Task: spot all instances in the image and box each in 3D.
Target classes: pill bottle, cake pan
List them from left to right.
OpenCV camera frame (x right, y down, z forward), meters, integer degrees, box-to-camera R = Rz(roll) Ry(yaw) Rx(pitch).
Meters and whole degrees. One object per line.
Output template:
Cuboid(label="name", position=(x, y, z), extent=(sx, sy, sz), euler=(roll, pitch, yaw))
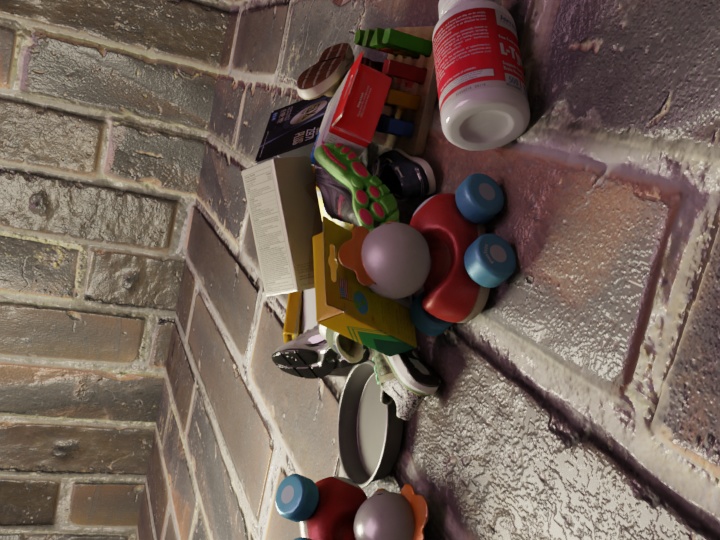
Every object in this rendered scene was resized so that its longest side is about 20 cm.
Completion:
Cuboid(label="cake pan", position=(0.015, 0.246, 1.205), extent=(0.200, 0.036, 0.204), euler=(-171, 90, -67))
Cuboid(label="pill bottle", position=(0.150, -0.267, 0.962), extent=(0.112, 0.111, 0.203), euler=(136, 136, -55))

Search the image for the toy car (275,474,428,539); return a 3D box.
Cuboid(label="toy car", position=(0.016, 0.351, 1.046), extent=(0.199, 0.184, 0.179), euler=(-33, 45, 22))

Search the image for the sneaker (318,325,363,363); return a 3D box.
Cuboid(label="sneaker", position=(-0.014, 0.049, 1.104), extent=(0.090, 0.066, 0.203), euler=(49, 143, 42))

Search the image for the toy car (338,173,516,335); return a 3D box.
Cuboid(label="toy car", position=(0.065, -0.027, 0.972), extent=(0.184, 0.197, 0.180), euler=(133, 139, -52))

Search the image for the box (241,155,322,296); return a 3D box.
Cuboid(label="box", position=(-0.113, -0.068, 1.163), extent=(0.094, 0.077, 0.204), euler=(-8, 93, 48))

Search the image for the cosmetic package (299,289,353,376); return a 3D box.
Cuboid(label="cosmetic package", position=(-0.057, 0.090, 1.368), extent=(0.107, 0.083, 0.204), euler=(158, 116, -67))

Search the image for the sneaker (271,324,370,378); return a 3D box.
Cuboid(label="sneaker", position=(-0.056, 0.111, 1.271), extent=(0.198, 0.076, 0.116), euler=(-15, 39, 32))

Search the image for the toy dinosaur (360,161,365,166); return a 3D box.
Cuboid(label="toy dinosaur", position=(-0.013, -0.171, 1.357), extent=(0.180, 0.104, 0.203), euler=(5, 76, 49))

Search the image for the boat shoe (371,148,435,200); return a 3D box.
Cuboid(label="boat shoe", position=(0.053, -0.148, 1.200), extent=(0.200, 0.061, 0.076), euler=(-141, 36, -62))

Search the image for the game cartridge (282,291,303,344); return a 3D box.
Cuboid(label="game cartridge", position=(-0.124, 0.077, 1.486), extent=(0.177, 0.032, 0.203), euler=(92, 180, -57))

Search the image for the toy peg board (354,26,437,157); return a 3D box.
Cuboid(label="toy peg board", position=(0.044, -0.310, 1.246), extent=(0.200, 0.096, 0.203), euler=(-141, 62, -64))

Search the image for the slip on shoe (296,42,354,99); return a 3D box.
Cuboid(label="slip on shoe", position=(-0.052, -0.319, 1.251), extent=(0.201, 0.075, 0.061), euler=(-73, -29, -55))

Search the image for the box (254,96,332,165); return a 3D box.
Cuboid(label="box", position=(-0.092, -0.240, 1.386), extent=(0.201, 0.161, 0.087), euler=(-83, -28, -51))

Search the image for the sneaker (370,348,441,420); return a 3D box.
Cuboid(label="sneaker", position=(0.041, 0.150, 1.108), extent=(0.090, 0.076, 0.200), euler=(-63, 26, 10))

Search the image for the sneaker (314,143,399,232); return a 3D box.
Cuboid(label="sneaker", position=(-0.007, -0.102, 1.107), extent=(0.201, 0.076, 0.084), euler=(58, 148, 30))

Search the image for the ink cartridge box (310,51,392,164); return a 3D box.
Cuboid(label="ink cartridge box", position=(-0.014, -0.239, 1.169), extent=(0.200, 0.066, 0.118), euler=(147, 143, -70))

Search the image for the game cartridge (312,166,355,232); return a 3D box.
Cuboid(label="game cartridge", position=(-0.043, -0.076, 1.240), extent=(0.198, 0.032, 0.178), euler=(24, 135, 29))

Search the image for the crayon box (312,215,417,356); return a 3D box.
Cuboid(label="crayon box", position=(-0.002, 0.025, 1.000), extent=(0.050, 0.199, 0.129), euler=(-21, 57, 30))
